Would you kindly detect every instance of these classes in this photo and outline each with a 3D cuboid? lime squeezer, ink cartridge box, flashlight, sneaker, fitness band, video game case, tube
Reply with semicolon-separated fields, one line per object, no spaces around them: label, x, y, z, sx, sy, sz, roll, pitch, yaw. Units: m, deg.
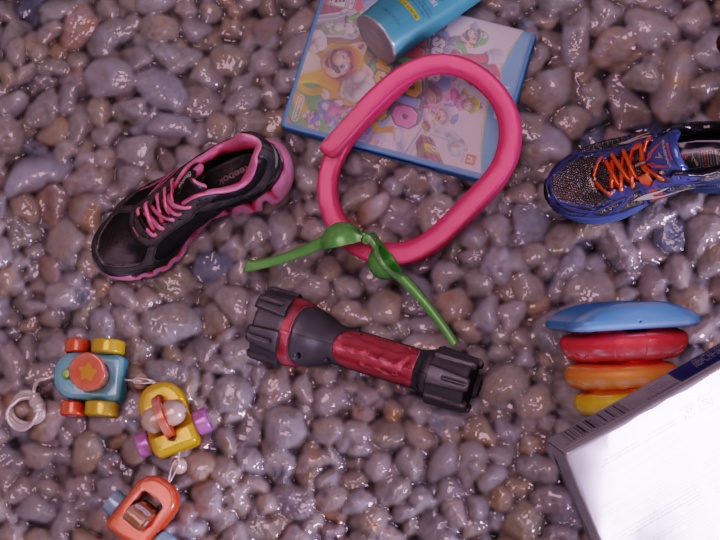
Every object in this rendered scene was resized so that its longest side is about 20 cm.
lime squeezer;0.000;0.000;1.588;0.199;0.038;0.071;20;85;10
ink cartridge box;0.275;0.178;1.505;0.199;0.041;0.201;-27;109;-10
flashlight;0.003;0.071;1.583;0.199;0.068;0.068;16;47;15
sneaker;0.253;-0.095;1.583;0.199;0.078;0.076;-16;76;4
fitness band;0.049;-0.096;1.616;0.144;0.037;0.200;45;97;5
video game case;0.043;-0.169;1.657;0.199;0.018;0.144;16;80;10
tube;0.086;-0.261;1.649;0.200;0.050;0.077;-40;80;-19
sneaker;-0.156;-0.063;1.622;0.200;0.095;0.079;-32;78;1

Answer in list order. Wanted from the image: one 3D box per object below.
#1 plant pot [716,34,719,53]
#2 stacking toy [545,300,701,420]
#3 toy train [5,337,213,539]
plant pot;0.416;-0.197;1.536;0.195;0.201;0.201;-39;76;7
stacking toy;0.223;0.126;1.539;0.115;0.110;0.201;-3;89;-9
toy train;-0.217;0.147;1.605;0.200;0.056;0.150;42;86;13
